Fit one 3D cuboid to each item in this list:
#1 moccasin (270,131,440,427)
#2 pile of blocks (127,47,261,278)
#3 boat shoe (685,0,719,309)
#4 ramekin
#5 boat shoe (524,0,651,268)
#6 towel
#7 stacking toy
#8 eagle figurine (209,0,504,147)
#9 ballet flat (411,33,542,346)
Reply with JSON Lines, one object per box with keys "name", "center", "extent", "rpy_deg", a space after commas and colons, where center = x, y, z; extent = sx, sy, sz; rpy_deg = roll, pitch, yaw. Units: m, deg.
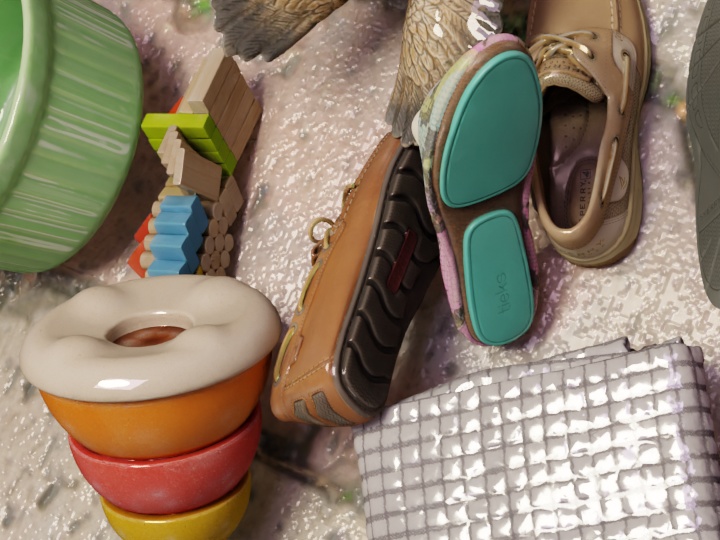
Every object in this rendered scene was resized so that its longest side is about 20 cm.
{"name": "moccasin", "center": [0.001, 0.001, 0.963], "extent": [0.077, 0.074, 0.203], "rpy_deg": [-10, 52, 39]}
{"name": "pile of blocks", "center": [-0.117, -0.037, 1.047], "extent": [0.062, 0.082, 0.202], "rpy_deg": [2, 77, 26]}
{"name": "boat shoe", "center": [0.217, -0.076, 0.907], "extent": [0.064, 0.074, 0.204], "rpy_deg": [5, 71, -11]}
{"name": "ramekin", "center": [-0.225, -0.095, 1.077], "extent": [0.199, 0.097, 0.202], "rpy_deg": [-20, 62, 43]}
{"name": "boat shoe", "center": [0.124, -0.106, 0.957], "extent": [0.071, 0.064, 0.202], "rpy_deg": [-11, 72, 23]}
{"name": "towel", "center": [0.103, 0.133, 0.893], "extent": [0.199, 0.085, 0.167], "rpy_deg": [-16, 68, 23]}
{"name": "stacking toy", "center": [-0.107, 0.114, 0.964], "extent": [0.145, 0.146, 0.202], "rpy_deg": [5, 113, 27]}
{"name": "eagle figurine", "center": [0.029, -0.187, 0.980], "extent": [0.151, 0.151, 0.200], "rpy_deg": [-4, 39, 45]}
{"name": "ballet flat", "center": [0.060, -0.048, 0.914], "extent": [0.069, 0.201, 0.071], "rpy_deg": [-21, 42, -14]}
